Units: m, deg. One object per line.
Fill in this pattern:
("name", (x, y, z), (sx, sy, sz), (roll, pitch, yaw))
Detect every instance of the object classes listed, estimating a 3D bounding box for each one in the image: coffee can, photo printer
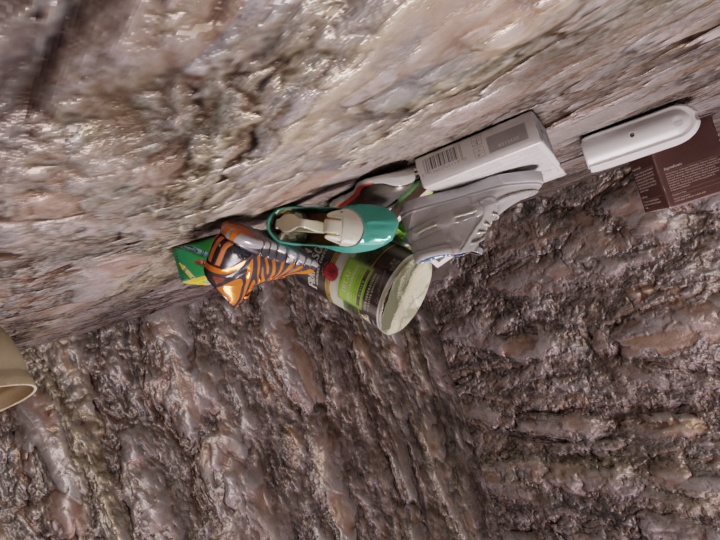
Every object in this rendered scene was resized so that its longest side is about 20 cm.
("coffee can", (0.000, 0.000, 0.889), (0.200, 0.147, 0.146), (27, -155, 29))
("photo printer", (0.534, -0.253, 0.996), (0.200, 0.070, 0.166), (-18, 179, 25))

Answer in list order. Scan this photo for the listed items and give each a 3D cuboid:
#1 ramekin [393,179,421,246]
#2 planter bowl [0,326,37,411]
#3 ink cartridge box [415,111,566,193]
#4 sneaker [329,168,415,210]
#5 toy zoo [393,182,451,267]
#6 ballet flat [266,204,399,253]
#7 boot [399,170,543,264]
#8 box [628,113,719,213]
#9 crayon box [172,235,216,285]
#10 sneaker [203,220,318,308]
("ramekin", (0.116, -0.107, 0.979), (0.200, 0.098, 0.200), (-17, 179, 0))
("planter bowl", (-0.473, 0.098, 0.544), (0.200, 0.135, 0.200), (-23, 171, -4))
("ink cartridge box", (0.192, -0.145, 0.734), (0.161, 0.050, 0.200), (-18, 170, 28))
("sneaker", (0.025, -0.090, 0.762), (0.077, 0.082, 0.200), (-17, 179, -27))
("toy zoo", (0.140, -0.079, 0.865), (0.131, 0.020, 0.200), (-44, 138, 13))
("ballet flat", (-0.048, -0.058, 0.715), (0.200, 0.067, 0.070), (3, -174, 29))
("boot", (0.160, -0.068, 0.715), (0.200, 0.096, 0.074), (-15, 170, 10))
("box", (0.836, -0.274, 1.373), (0.164, 0.200, 0.166), (-18, 180, 9))
("crayon box", (-0.235, -0.019, 0.897), (0.119, 0.058, 0.200), (-17, 179, -6))
("sneaker", (-0.154, -0.001, 0.777), (0.200, 0.078, 0.112), (18, 106, -53))
